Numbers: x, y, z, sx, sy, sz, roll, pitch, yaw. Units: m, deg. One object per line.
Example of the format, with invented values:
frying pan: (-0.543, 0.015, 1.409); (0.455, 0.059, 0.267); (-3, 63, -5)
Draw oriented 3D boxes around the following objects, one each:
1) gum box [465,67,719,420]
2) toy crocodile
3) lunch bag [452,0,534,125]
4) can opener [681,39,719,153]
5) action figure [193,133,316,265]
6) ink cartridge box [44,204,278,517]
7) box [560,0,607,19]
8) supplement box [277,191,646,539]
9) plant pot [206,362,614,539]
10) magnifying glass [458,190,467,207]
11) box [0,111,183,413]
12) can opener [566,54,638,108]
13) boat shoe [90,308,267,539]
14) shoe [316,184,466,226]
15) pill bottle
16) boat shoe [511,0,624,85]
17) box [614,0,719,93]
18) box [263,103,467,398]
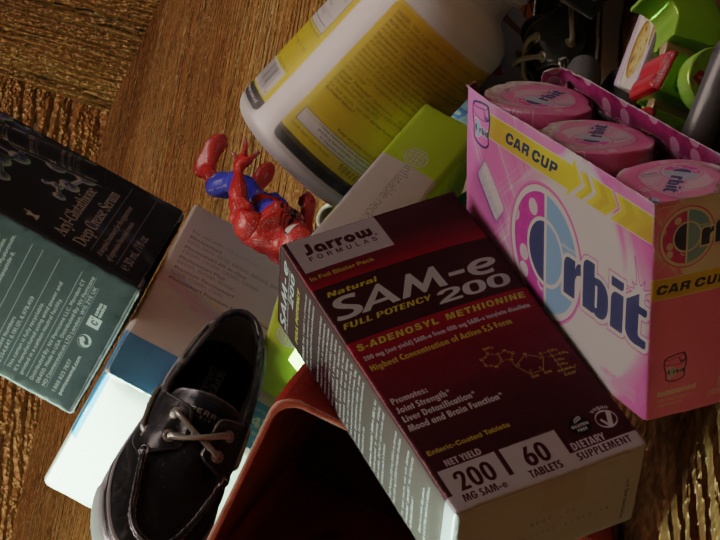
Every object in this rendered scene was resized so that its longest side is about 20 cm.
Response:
gum box: (0.122, -0.021, 1.095); (0.200, 0.066, 0.114); (-140, 43, -56)
toy crocodile: (0.165, -0.064, 1.186); (0.067, 0.062, 0.201); (155, 131, -71)
lunch bag: (0.057, -0.162, 1.583); (0.200, 0.124, 0.170); (-34, 35, 61)
can opener: (0.195, -0.098, 1.093); (0.067, 0.053, 0.200); (2, -70, -61)
action figure: (-0.062, -0.043, 1.377); (0.052, 0.065, 0.200); (-51, 23, 7)
ink cartridge box: (-0.101, 0.067, 1.423); (0.129, 0.125, 0.200); (-57, 6, 43)
box: (0.171, -0.271, 1.347); (0.200, 0.046, 0.159); (-51, 24, 15)
supplement box: (0.046, 0.055, 1.088); (0.200, 0.109, 0.061); (54, 153, 39)
plant pot: (0.025, 0.142, 1.230); (0.200, 0.200, 0.176); (-63, 2, 30)
magnifying glass: (0.084, 0.003, 1.415); (0.200, 0.079, 0.022); (111, 166, -57)
box: (-0.237, -0.021, 1.409); (0.107, 0.200, 0.148); (-60, 5, 21)
can opener: (0.135, -0.044, 1.295); (0.066, 0.053, 0.200); (126, 158, -52)
boat shoe: (-0.098, 0.099, 1.246); (0.068, 0.072, 0.200); (-59, 4, 41)
shoe: (0.042, -0.044, 1.554); (0.200, 0.053, 0.070); (-15, 50, 51)
pill bottle: (0.023, -0.143, 1.403); (0.200, 0.112, 0.112); (-45, 20, 12)
boat shoe: (0.131, -0.140, 1.411); (0.071, 0.064, 0.200); (129, 156, -54)
box: (0.204, -0.193, 1.252); (0.041, 0.039, 0.200); (-137, 67, -73)
box: (0.000, 0.000, 1.335); (0.200, 0.048, 0.122); (-50, -16, -41)
